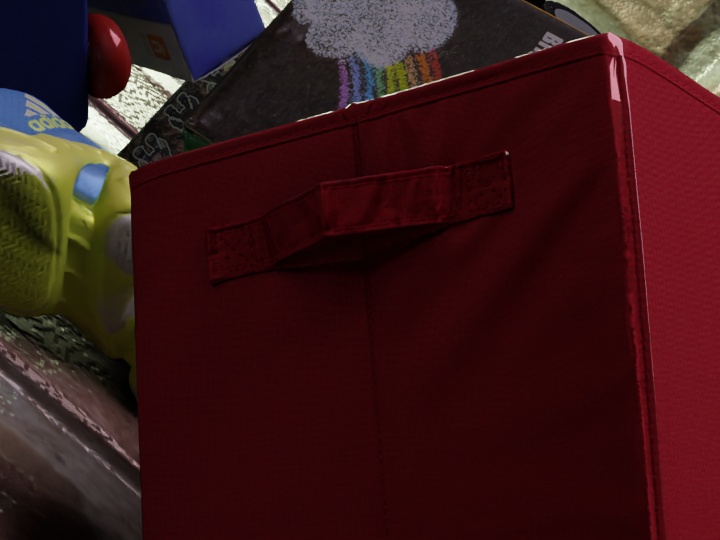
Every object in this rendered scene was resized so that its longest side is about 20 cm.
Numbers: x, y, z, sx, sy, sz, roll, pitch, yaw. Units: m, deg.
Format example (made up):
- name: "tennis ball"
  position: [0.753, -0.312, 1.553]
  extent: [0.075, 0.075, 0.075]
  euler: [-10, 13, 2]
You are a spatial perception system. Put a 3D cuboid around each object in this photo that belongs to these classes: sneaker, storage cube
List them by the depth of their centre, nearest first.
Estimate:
- name: "storage cube"
  position: [0.047, 0.057, 0.857]
  extent: [0.200, 0.170, 0.181]
  euler: [23, 59, -55]
- name: "sneaker"
  position: [-0.088, -0.013, 1.053]
  extent: [0.200, 0.076, 0.105]
  euler: [35, 14, -37]

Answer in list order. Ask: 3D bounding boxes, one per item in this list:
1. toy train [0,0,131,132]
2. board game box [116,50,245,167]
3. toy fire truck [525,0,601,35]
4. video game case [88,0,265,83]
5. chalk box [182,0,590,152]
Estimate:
- name: "toy train"
  position: [-0.150, -0.156, 1.108]
  extent: [0.084, 0.201, 0.116]
  euler: [-18, 38, -28]
- name: "board game box"
  position: [0.000, 0.000, 1.260]
  extent: [0.200, 0.097, 0.159]
  euler: [46, 11, 6]
- name: "toy fire truck"
  position: [0.099, -0.044, 1.274]
  extent: [0.176, 0.129, 0.200]
  euler: [49, 22, 23]
- name: "video game case"
  position: [-0.139, -0.185, 1.181]
  extent: [0.181, 0.045, 0.200]
  euler: [19, -42, 48]
- name: "chalk box"
  position: [0.048, -0.015, 1.087]
  extent: [0.200, 0.125, 0.124]
  euler: [31, -28, 15]
